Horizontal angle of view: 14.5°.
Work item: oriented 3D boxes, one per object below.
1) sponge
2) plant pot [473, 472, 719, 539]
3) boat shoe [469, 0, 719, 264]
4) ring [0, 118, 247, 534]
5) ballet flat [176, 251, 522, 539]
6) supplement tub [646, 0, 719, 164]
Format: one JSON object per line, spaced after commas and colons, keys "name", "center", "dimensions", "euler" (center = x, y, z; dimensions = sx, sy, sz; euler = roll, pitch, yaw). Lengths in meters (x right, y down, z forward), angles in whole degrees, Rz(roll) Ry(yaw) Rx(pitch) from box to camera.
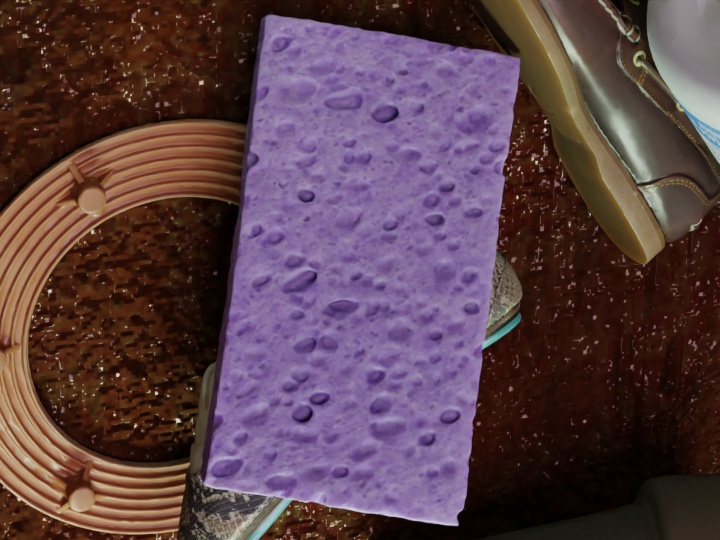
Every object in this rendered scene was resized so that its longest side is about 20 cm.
{"name": "sponge", "center": [0.000, 0.000, 1.188], "dimensions": [0.111, 0.030, 0.201], "euler": [8, 88, -10]}
{"name": "plant pot", "center": [0.088, 0.190, 1.299], "dimensions": [0.174, 0.200, 0.201], "euler": [1, 115, -1]}
{"name": "boat shoe", "center": [0.103, -0.094, 1.223], "dimensions": [0.070, 0.070, 0.200], "euler": [-38, 129, -6]}
{"name": "ring", "center": [-0.081, 0.029, 1.236], "dimensions": [0.199, 0.019, 0.201], "euler": [-9, 117, -17]}
{"name": "ballet flat", "center": [-0.021, 0.048, 1.229], "dimensions": [0.200, 0.068, 0.075], "euler": [-40, 101, -6]}
{"name": "supplement tub", "center": [0.213, -0.073, 1.207], "dimensions": [0.132, 0.132, 0.200], "euler": [-41, 140, 1]}
